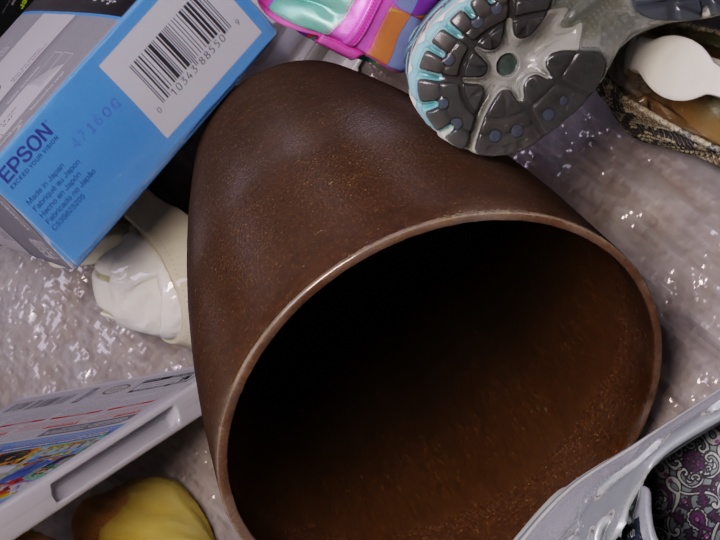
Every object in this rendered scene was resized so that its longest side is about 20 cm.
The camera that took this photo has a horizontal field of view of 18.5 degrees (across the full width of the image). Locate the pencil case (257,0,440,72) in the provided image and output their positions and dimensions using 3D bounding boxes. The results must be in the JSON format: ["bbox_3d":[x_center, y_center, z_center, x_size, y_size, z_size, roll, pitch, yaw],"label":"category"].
[{"bbox_3d":[0.028,-0.186,0.971,0.088,0.088,0.201,43,115,37],"label":"pencil case"}]

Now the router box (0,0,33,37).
[{"bbox_3d":[-0.197,-0.231,1.208,0.150,0.062,0.201,39,100,37],"label":"router box"}]

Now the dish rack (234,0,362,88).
[{"bbox_3d":[-0.037,-0.183,1.086,0.172,0.043,0.201,41,100,38],"label":"dish rack"}]

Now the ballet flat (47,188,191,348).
[{"bbox_3d":[-0.114,-0.007,1.069,0.200,0.069,0.070,39,100,43],"label":"ballet flat"}]

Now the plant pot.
[{"bbox_3d":[0.000,0.000,0.931,0.187,0.187,0.200,-48,39,15],"label":"plant pot"}]

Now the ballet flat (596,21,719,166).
[{"bbox_3d":[0.168,-0.061,0.875,0.199,0.075,0.068,23,89,39],"label":"ballet flat"}]

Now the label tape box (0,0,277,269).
[{"bbox_3d":[-0.142,-0.084,1.034,0.143,0.066,0.200,-51,28,-13],"label":"label tape box"}]

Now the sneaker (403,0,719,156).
[{"bbox_3d":[0.098,-0.126,0.878,0.199,0.078,0.086,-31,20,-3],"label":"sneaker"}]

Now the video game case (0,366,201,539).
[{"bbox_3d":[-0.164,0.092,1.008,0.143,0.200,0.018,-11,102,34],"label":"video game case"}]

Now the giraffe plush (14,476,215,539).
[{"bbox_3d":[-0.123,0.172,0.960,0.199,0.162,0.174,13,83,39],"label":"giraffe plush"}]

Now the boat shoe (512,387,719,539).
[{"bbox_3d":[0.118,0.096,0.854,0.201,0.071,0.070,-42,81,18],"label":"boat shoe"}]
